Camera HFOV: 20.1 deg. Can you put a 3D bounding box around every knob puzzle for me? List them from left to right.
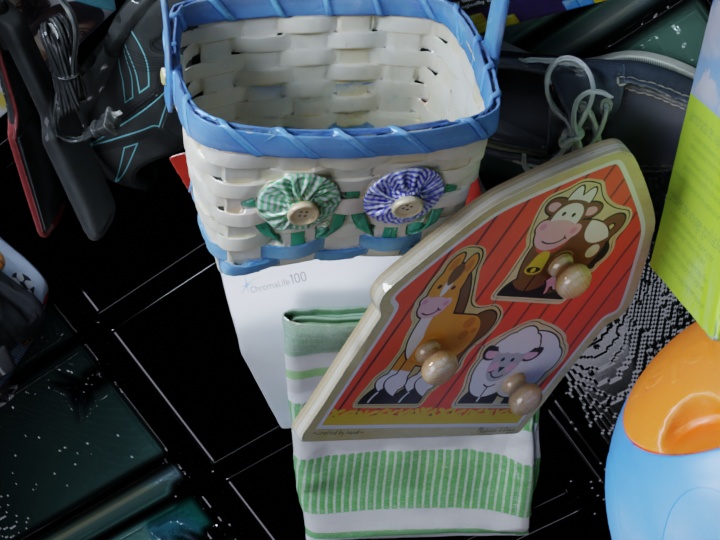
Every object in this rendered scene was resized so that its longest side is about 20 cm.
[{"bbox_3d":[0.081,0.019,1.037,0.031,0.218,0.221,53,133,33],"label":"knob puzzle"}]

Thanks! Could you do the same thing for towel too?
[{"bbox_3d":[0.034,0.092,1.183,0.151,0.024,0.201,-1,138,0],"label":"towel"}]

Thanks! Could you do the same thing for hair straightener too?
[{"bbox_3d":[-0.167,-0.101,1.154,0.076,0.041,0.202,6,128,19],"label":"hair straightener"}]

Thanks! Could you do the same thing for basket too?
[{"bbox_3d":[-0.010,-0.103,0.969,0.174,0.140,0.202,-6,123,-10],"label":"basket"}]

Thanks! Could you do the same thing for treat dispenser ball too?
[{"bbox_3d":[0.227,0.113,1.057,0.199,0.201,0.203,12,121,20],"label":"treat dispenser ball"}]

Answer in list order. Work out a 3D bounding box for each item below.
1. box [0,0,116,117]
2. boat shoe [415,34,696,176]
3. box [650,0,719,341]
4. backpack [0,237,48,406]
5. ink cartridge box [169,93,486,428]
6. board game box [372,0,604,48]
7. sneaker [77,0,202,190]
[{"bbox_3d":[-0.238,-0.131,1.218,0.199,0.082,0.050,-36,57,36],"label":"box"},{"bbox_3d":[0.106,-0.085,1.092,0.198,0.062,0.076,17,121,16],"label":"boat shoe"},{"bbox_3d":[0.195,-0.076,0.992,0.047,0.122,0.202,8,105,-9],"label":"box"},{"bbox_3d":[-0.307,0.044,1.314,0.200,0.154,0.191,40,119,8],"label":"backpack"},{"bbox_3d":[0.000,0.000,1.130,0.158,0.048,0.201,-12,138,12],"label":"ink cartridge box"},{"bbox_3d":[0.059,-0.190,0.999,0.198,0.057,0.165,-11,146,23],"label":"board game box"},{"bbox_3d":[-0.116,-0.121,1.186,0.079,0.076,0.200,35,136,-8],"label":"sneaker"}]
